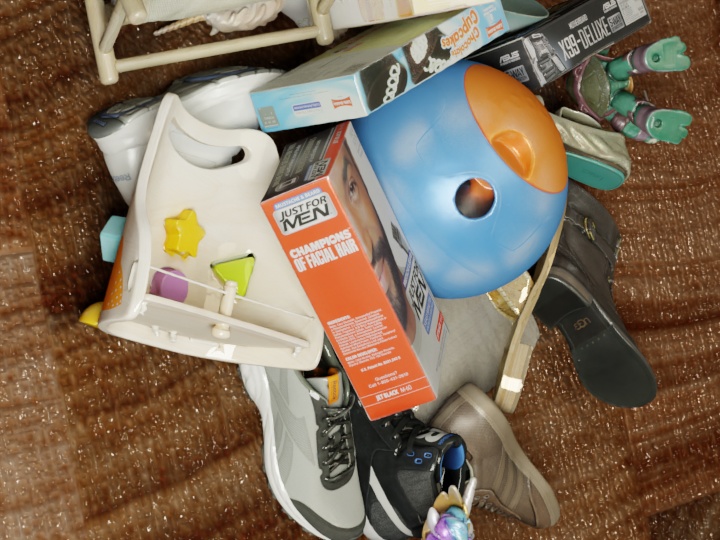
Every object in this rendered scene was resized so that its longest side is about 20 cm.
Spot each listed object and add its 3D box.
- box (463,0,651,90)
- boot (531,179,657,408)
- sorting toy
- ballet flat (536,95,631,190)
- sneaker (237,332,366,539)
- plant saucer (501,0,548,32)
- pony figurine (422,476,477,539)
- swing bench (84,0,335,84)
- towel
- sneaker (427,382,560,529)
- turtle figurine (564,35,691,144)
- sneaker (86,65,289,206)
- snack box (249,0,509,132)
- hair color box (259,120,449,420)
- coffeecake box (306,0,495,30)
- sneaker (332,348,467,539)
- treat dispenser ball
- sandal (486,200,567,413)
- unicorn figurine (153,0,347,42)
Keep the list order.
[{"bbox_3d":[0.153,-0.202,1.586,0.200,0.157,0.050,-33,103,-43],"label":"box"},{"bbox_3d":[0.234,0.015,1.661,0.200,0.069,0.175,52,34,-22],"label":"boot"},{"bbox_3d":[-0.119,-0.032,1.282,0.199,0.106,0.182,20,74,-49],"label":"sorting toy"},{"bbox_3d":[0.176,-0.133,1.647,0.199,0.067,0.063,20,60,-30],"label":"ballet flat"},{"bbox_3d":[-0.037,0.124,1.369,0.074,0.079,0.202,-25,99,-47],"label":"sneaker"},{"bbox_3d":[0.069,-0.248,1.526,0.200,0.201,0.039,4,114,-44],"label":"plant saucer"},{"bbox_3d":[0.053,0.277,1.364,0.193,0.166,0.200,-48,143,-17],"label":"pony figurine"},{"bbox_3d":[-0.121,-0.271,1.308,0.197,0.130,0.202,-13,78,-22],"label":"swing bench"},{"bbox_3d":[0.080,0.052,1.536,0.200,0.034,0.133,-34,102,-43],"label":"towel"},{"bbox_3d":[0.110,0.178,1.511,0.075,0.070,0.200,-40,131,-7],"label":"sneaker"},{"bbox_3d":[0.256,-0.186,1.690,0.100,0.200,0.151,-25,108,-11],"label":"turtle figurine"},{"bbox_3d":[-0.128,-0.109,1.357,0.199,0.074,0.088,-27,111,-38],"label":"sneaker"},{"bbox_3d":[0.018,-0.168,1.374,0.200,0.116,0.037,-35,112,-43],"label":"snack box"},{"bbox_3d":[0.000,0.000,1.326,0.201,0.064,0.111,62,20,-21],"label":"hair color box"},{"bbox_3d":[0.018,-0.273,1.335,0.073,0.200,0.155,-12,99,-23],"label":"coffeecake box"},{"bbox_3d":[0.032,0.122,1.413,0.073,0.111,0.202,-22,95,-46],"label":"sneaker"},{"bbox_3d":[0.076,-0.077,1.445,0.200,0.200,0.203,13,70,-42],"label":"treat dispenser ball"},{"bbox_3d":[0.128,0.017,1.521,0.069,0.078,0.213,15,73,1],"label":"sandal"},{"bbox_3d":[-0.071,-0.246,1.434,0.199,0.074,0.139,14,66,-39],"label":"unicorn figurine"}]
